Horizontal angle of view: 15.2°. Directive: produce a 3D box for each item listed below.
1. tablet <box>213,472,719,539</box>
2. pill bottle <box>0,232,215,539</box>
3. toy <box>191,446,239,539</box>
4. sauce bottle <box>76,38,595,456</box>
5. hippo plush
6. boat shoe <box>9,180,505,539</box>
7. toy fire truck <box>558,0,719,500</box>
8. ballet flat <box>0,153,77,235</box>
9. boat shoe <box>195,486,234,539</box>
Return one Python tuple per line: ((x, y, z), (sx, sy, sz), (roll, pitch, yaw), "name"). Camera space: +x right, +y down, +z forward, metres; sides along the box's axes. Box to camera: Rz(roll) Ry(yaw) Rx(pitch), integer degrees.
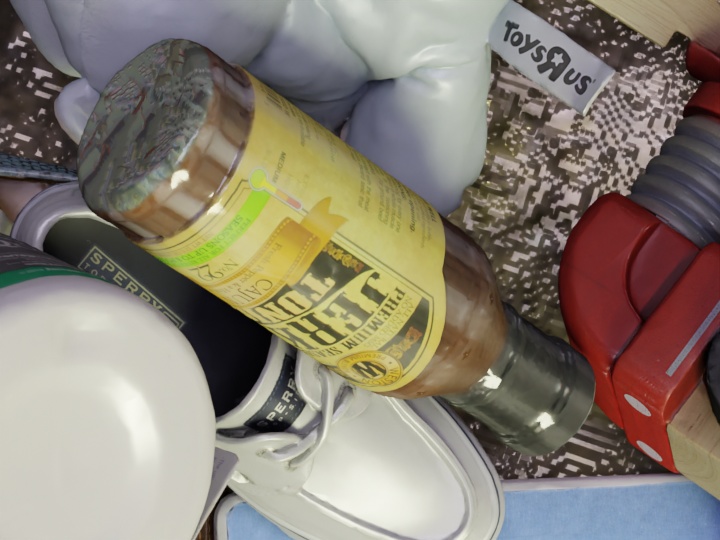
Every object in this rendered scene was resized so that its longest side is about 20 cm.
((0.049, 0.140, 0.954), (0.198, 0.014, 0.131), (-1, 81, -10), "tablet")
((-0.142, 0.037, 0.845), (0.112, 0.199, 0.114), (-10, 108, -34), "pill bottle")
((-0.130, 0.099, 0.911), (0.199, 0.047, 0.116), (14, 65, 38), "toy")
((0.000, 0.000, 0.864), (0.199, 0.065, 0.065), (33, 80, -34), "sauce bottle")
((-0.035, -0.080, 0.904), (0.160, 0.200, 0.161), (-13, 119, -26), "hippo plush")
((-0.035, 0.043, 0.906), (0.199, 0.065, 0.074), (32, 89, -9), "boat shoe")
((0.118, -0.040, 0.955), (0.199, 0.129, 0.176), (34, 78, 22), "toy fire truck")
((-0.112, -0.010, 0.962), (0.198, 0.074, 0.075), (2, 81, 0), "ballet flat")
((-0.082, 0.134, 0.940), (0.071, 0.068, 0.202), (6, 81, 0), "boat shoe")
